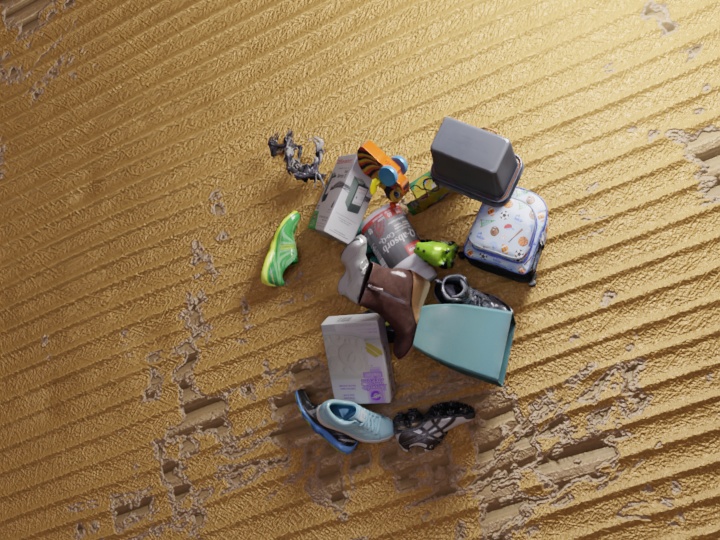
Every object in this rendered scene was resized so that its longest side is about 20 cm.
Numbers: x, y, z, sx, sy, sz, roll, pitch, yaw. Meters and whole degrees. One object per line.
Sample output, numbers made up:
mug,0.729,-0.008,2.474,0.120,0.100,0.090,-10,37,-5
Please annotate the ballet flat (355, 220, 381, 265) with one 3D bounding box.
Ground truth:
ballet flat,0.012,-0.028,1.470,0.067,0.066,0.204,-35,74,35

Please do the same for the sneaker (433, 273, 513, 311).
sneaker,0.255,0.068,1.358,0.196,0.114,0.077,22,81,17

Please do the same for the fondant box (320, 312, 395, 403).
fondant box,-0.004,0.208,1.393,0.140,0.058,0.206,-5,104,19

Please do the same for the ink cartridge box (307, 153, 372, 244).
ink cartridge box,-0.039,-0.176,1.452,0.083,0.145,0.204,25,87,-23

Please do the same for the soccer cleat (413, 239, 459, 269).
soccer cleat,0.175,-0.044,1.354,0.079,0.199,0.069,22,96,18

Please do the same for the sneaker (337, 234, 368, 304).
sneaker,0.000,0.000,1.408,0.087,0.203,0.074,37,54,27

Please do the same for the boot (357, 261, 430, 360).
boot,0.060,0.090,1.315,0.163,0.072,0.205,13,96,-28

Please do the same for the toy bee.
toy bee,0.067,-0.199,1.353,0.129,0.110,0.201,-22,61,-33

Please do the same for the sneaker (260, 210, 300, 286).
sneaker,-0.193,-0.054,1.529,0.082,0.074,0.205,21,83,-9

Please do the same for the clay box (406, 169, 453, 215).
clay box,0.193,-0.211,1.420,0.197,0.115,0.048,-31,75,7

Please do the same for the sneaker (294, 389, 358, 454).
sneaker,-0.081,0.357,1.437,0.198,0.071,0.083,37,69,19

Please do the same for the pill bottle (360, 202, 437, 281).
pill bottle,0.093,-0.050,1.418,0.115,0.116,0.203,-33,79,7

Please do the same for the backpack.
backpack,0.337,-0.093,1.353,0.196,0.154,0.194,21,77,19

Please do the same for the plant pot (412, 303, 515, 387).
plant pot,0.221,0.151,1.282,0.195,0.141,0.145,11,79,21

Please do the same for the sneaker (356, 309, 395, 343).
sneaker,0.027,0.128,1.448,0.194,0.073,0.084,3,51,17

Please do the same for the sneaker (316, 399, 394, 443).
sneaker,-0.003,0.347,1.367,0.195,0.082,0.076,14,62,-12

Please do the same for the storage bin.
storage bin,0.247,-0.251,1.276,0.197,0.134,0.148,26,84,22

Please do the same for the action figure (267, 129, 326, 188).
action figure,-0.153,-0.293,1.512,0.199,0.117,0.104,42,126,31

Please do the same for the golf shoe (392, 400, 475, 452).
golf shoe,0.174,0.363,1.367,0.195,0.078,0.097,-13,95,14
